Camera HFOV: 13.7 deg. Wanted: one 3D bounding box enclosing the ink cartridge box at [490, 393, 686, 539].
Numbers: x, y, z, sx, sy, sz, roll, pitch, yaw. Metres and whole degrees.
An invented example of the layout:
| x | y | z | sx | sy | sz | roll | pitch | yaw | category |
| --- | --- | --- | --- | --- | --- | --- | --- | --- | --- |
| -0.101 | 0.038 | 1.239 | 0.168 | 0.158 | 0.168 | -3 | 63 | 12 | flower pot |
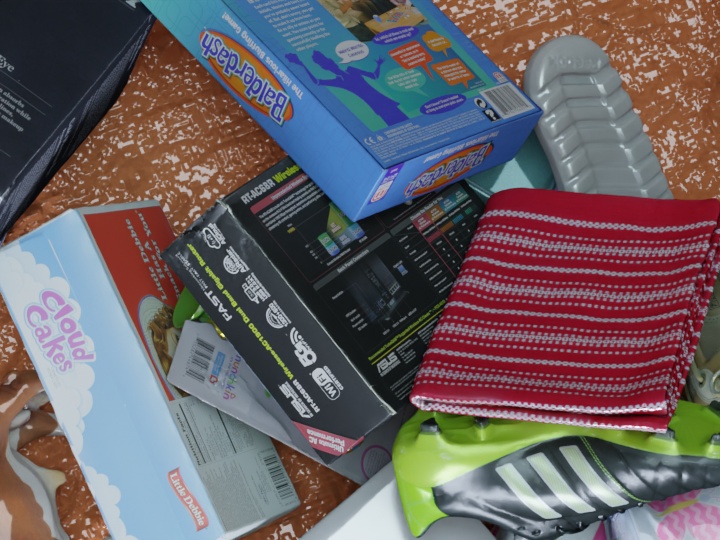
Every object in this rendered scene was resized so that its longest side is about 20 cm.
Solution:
| x | y | z | sx | sy | sz | roll | pitch | yaw | category |
| --- | --- | --- | --- | --- | --- | --- | --- | --- | --- |
| 0.158 | 0.171 | 1.718 | 0.164 | 0.075 | 0.201 | 26 | 81 | -2 | ink cartridge box |

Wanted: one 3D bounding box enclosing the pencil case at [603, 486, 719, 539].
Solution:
| x | y | z | sx | sy | sz | roll | pitch | yaw | category |
| --- | --- | --- | --- | --- | --- | --- | --- | --- | --- |
| 0.232 | 0.128 | 1.652 | 0.199 | 0.091 | 0.083 | -15 | 123 | -6 | pencil case |

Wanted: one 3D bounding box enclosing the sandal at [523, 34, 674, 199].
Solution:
| x | y | z | sx | sy | sz | roll | pitch | yaw | category |
| --- | --- | --- | --- | --- | --- | --- | --- | --- | --- |
| 0.141 | -0.041 | 1.760 | 0.082 | 0.050 | 0.203 | -18 | 100 | -27 | sandal |

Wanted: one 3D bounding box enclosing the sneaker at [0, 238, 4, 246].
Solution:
| x | y | z | sx | sy | sz | roll | pitch | yaw | category |
| --- | --- | --- | --- | --- | --- | --- | --- | --- | --- |
| -0.287 | 0.010 | 1.686 | 0.199 | 0.115 | 0.081 | -40 | 87 | -9 | sneaker |

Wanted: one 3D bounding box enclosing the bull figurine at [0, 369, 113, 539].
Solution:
| x | y | z | sx | sy | sz | roll | pitch | yaw | category |
| --- | --- | --- | --- | --- | --- | --- | --- | --- | --- |
| -0.187 | 0.151 | 1.700 | 0.121 | 0.065 | 0.201 | -22 | 86 | -11 | bull figurine |

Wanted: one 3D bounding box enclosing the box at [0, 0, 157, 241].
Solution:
| x | y | z | sx | sy | sz | roll | pitch | yaw | category |
| --- | --- | --- | --- | --- | --- | --- | --- | --- | --- |
| -0.247 | -0.123 | 1.678 | 0.200 | 0.104 | 0.182 | 35 | 51 | 1 | box |

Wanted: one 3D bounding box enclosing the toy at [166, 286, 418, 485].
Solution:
| x | y | z | sx | sy | sz | roll | pitch | yaw | category |
| --- | --- | --- | --- | --- | --- | --- | --- | --- | --- |
| -0.024 | 0.061 | 1.708 | 0.200 | 0.047 | 0.115 | 32 | 57 | -27 | toy |

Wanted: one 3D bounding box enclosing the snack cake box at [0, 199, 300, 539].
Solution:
| x | y | z | sx | sy | sz | roll | pitch | yaw | category |
| --- | --- | --- | --- | --- | --- | --- | --- | --- | --- |
| -0.121 | 0.064 | 1.683 | 0.067 | 0.115 | 0.201 | -27 | 84 | 22 | snack cake box |

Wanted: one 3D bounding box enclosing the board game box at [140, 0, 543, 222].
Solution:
| x | y | z | sx | sy | sz | roll | pitch | yaw | category |
| --- | --- | --- | --- | --- | --- | --- | --- | --- | --- |
| -0.014 | -0.126 | 1.694 | 0.200 | 0.045 | 0.152 | 47 | 39 | 19 | board game box |

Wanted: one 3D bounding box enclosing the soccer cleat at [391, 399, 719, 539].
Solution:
| x | y | z | sx | sy | sz | roll | pitch | yaw | category |
| --- | --- | --- | --- | --- | --- | --- | --- | --- | --- |
| 0.117 | 0.108 | 1.597 | 0.199 | 0.068 | 0.081 | 0 | 116 | 8 | soccer cleat |

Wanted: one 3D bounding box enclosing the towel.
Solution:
| x | y | z | sx | sy | sz | roll | pitch | yaw | category |
| --- | --- | --- | --- | --- | --- | --- | --- | --- | --- |
| 0.117 | 0.017 | 1.635 | 0.144 | 0.200 | 0.023 | 4 | 125 | 15 | towel |

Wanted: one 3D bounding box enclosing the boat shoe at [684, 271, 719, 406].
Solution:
| x | y | z | sx | sy | sz | roll | pitch | yaw | category |
| --- | --- | --- | --- | --- | --- | --- | --- | --- | --- |
| 0.211 | 0.037 | 1.663 | 0.073 | 0.201 | 0.063 | -12 | 123 | -2 | boat shoe |

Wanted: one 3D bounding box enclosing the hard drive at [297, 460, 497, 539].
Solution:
| x | y | z | sx | sy | sz | roll | pitch | yaw | category |
| --- | --- | --- | --- | --- | --- | --- | --- | --- | --- |
| -0.005 | 0.210 | 1.648 | 0.200 | 0.026 | 0.132 | -39 | 80 | -10 | hard drive |

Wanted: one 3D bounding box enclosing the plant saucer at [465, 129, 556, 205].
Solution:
| x | y | z | sx | sy | sz | roll | pitch | yaw | category |
| --- | --- | --- | --- | --- | --- | --- | --- | --- | --- |
| 0.035 | -0.099 | 1.776 | 0.200 | 0.019 | 0.070 | 31 | 80 | 2 | plant saucer |

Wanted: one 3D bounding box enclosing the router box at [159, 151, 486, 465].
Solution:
| x | y | z | sx | sy | sz | roll | pitch | yaw | category |
| --- | --- | --- | --- | --- | --- | --- | --- | --- | --- |
| 0.000 | 0.000 | 1.675 | 0.150 | 0.062 | 0.200 | 52 | 37 | 2 | router box |
